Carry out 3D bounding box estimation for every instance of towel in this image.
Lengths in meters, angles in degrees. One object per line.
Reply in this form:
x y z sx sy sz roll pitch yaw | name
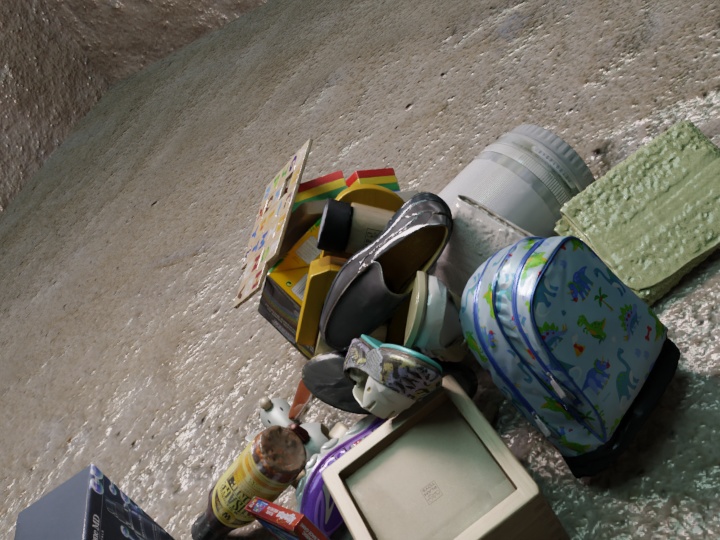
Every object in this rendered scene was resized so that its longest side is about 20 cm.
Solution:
0.156 0.025 0.888 0.199 0.134 0.034 34 25 24 | towel
0.327 -0.063 0.922 0.199 0.037 0.149 -38 66 0 | towel

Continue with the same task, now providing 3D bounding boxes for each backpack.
0.185 0.060 0.762 0.163 0.199 0.154 -47 -5 -22 | backpack

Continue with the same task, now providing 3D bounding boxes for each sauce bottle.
-0.132 0.252 0.946 0.201 0.065 0.067 -53 17 34 | sauce bottle

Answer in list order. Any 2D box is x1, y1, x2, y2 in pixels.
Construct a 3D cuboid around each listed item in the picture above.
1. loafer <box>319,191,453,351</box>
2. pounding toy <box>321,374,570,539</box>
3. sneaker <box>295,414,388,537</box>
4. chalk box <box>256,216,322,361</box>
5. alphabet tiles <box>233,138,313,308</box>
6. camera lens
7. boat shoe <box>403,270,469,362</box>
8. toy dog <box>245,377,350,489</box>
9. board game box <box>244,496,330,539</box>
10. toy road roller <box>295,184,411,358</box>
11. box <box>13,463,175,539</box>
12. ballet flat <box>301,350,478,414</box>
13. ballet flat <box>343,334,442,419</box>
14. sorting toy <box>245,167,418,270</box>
0.024 0.008 0.880 0.201 0.072 0.072 -54 14 13 | loafer
0.085 0.207 0.793 0.183 0.143 0.200 -36 41 -2 | pounding toy
0.011 0.210 0.903 0.200 0.081 0.083 -45 36 -15 | sneaker
-0.052 0.037 1.124 0.124 0.124 0.200 -46 -5 -21 | chalk box
-0.120 -0.054 1.091 0.167 0.007 0.203 -33 38 59 | alphabet tiles
0.171 -0.057 1.018 0.200 0.161 0.159 -43 30 -12 | camera lens
0.080 0.049 0.826 0.067 0.200 0.076 12 83 6 | boat shoe
-0.083 0.193 1.004 0.198 0.097 0.133 -3 43 45 | toy dog
-0.049 0.261 0.793 0.019 0.103 0.200 -48 7 -20 | board game box
0.000 0.000 0.991 0.146 0.121 0.204 -100 22 -73 | toy road roller
-0.265 0.337 0.890 0.106 0.201 0.149 -33 30 5 | box
0.031 0.125 0.921 0.196 0.068 0.057 3 -2 15 | ballet flat
0.026 0.106 0.802 0.072 0.072 0.200 -42 8 -10 | ballet flat
-0.049 -0.074 1.193 0.196 0.071 0.200 -10 -18 -36 | sorting toy
